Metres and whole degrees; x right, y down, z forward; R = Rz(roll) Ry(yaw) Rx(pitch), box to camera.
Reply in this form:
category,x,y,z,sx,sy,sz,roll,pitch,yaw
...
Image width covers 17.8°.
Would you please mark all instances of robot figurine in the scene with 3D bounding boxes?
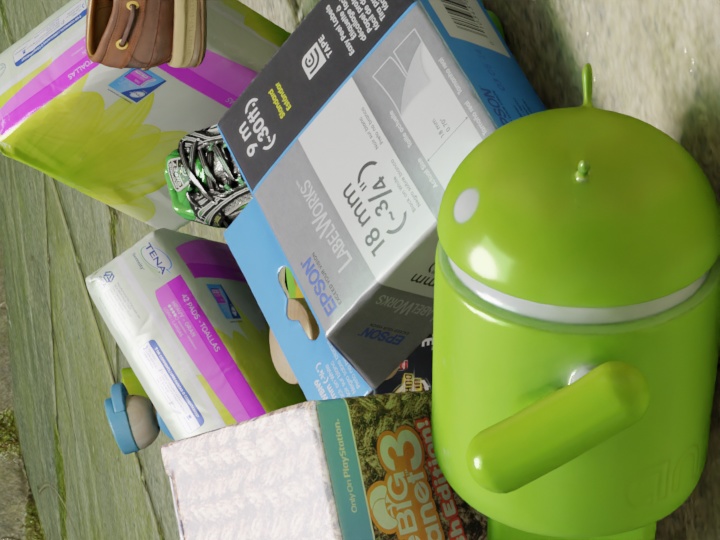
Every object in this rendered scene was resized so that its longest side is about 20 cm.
category,x,y,z,sx,sy,sz,roll,pitch,yaw
robot figurine,0.086,0.024,0.921,0.176,0.114,0.202,-84,-5,-58

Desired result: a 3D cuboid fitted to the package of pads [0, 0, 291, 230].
category,x,y,z,sx,sy,sz,roll,pitch,yaw
package of pads,-0.126,-0.106,1.429,0.200,0.154,0.069,26,-145,-55

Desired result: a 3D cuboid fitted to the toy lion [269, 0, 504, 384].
category,x,y,z,sx,sy,sz,roll,pitch,yaw
toy lion,0.016,-0.051,1.196,0.200,0.068,0.194,-26,69,56

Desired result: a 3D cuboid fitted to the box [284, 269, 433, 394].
category,x,y,z,sx,sy,sz,roll,pitch,yaw
box,0.000,0.000,1.387,0.201,0.046,0.160,-116,23,-50

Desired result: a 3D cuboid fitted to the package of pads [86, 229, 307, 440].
category,x,y,z,sx,sy,sz,roll,pitch,yaw
package of pads,-0.079,0.059,1.420,0.155,0.068,0.200,57,-171,8

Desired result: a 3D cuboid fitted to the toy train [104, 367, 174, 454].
category,x,y,z,sx,sy,sz,roll,pitch,yaw
toy train,-0.127,0.078,1.713,0.200,0.115,0.085,-101,-4,-75

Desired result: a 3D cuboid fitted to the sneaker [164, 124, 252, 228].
category,x,y,z,sx,sy,sz,roll,pitch,yaw
sneaker,-0.067,-0.056,1.356,0.200,0.084,0.079,143,118,-72

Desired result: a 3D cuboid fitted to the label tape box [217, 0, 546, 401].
category,x,y,z,sx,sy,sz,roll,pitch,yaw
label tape box,-0.004,-0.037,1.107,0.200,0.063,0.145,-47,53,26

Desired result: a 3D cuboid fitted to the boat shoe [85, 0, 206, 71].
category,x,y,z,sx,sy,sz,roll,pitch,yaw
boat shoe,-0.123,-0.193,1.235,0.072,0.067,0.201,-118,22,-49

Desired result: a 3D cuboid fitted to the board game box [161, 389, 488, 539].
category,x,y,z,sx,sy,sz,roll,pitch,yaw
board game box,0.028,0.138,1.019,0.096,0.199,0.161,-19,79,40
